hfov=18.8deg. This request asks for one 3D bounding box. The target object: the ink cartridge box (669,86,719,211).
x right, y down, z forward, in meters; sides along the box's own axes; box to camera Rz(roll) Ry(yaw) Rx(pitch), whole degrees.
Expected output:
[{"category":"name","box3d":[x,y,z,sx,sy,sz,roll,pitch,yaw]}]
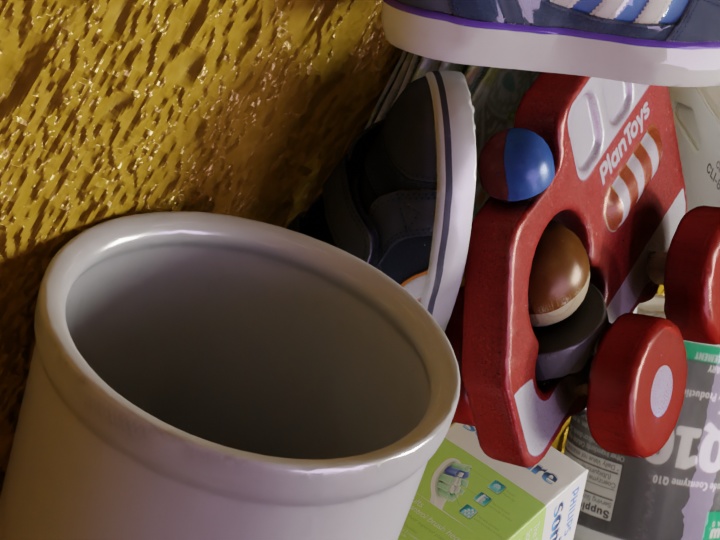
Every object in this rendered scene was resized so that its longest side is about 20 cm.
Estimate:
[{"category":"ink cartridge box","box3d":[0.264,-0.054,1.215,0.199,0.145,0.084,6,122,-18]}]

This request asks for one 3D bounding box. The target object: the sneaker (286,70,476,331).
[{"category":"sneaker","box3d":[0.000,0.000,0.971,0.079,0.079,0.200,3,127,-11]}]

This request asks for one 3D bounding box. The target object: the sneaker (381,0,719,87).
[{"category":"sneaker","box3d":[0.107,-0.161,0.920,0.199,0.081,0.147,1,113,-15]}]

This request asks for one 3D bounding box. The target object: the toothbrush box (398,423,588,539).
[{"category":"toothbrush box","box3d":[0.032,0.193,1.251,0.200,0.086,0.146,-35,146,-36]}]

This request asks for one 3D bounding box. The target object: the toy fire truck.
[{"category":"toy fire truck","box3d":[0.098,-0.017,1.009,0.200,0.112,0.168,-51,137,-38]}]

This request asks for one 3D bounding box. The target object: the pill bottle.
[{"category":"pill bottle","box3d":[0.180,0.120,1.340,0.113,0.113,0.201,-3,106,-58]}]

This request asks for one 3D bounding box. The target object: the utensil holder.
[{"category":"utensil holder","box3d":[-0.068,0.103,0.901,0.170,0.170,0.200,-23,141,-48]}]

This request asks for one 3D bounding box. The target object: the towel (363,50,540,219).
[{"category":"towel","box3d":[0.083,-0.098,1.068,0.200,0.048,0.172,-2,124,-58]}]

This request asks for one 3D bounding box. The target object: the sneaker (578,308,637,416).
[{"category":"sneaker","box3d":[0.119,0.020,1.213,0.080,0.074,0.200,-60,175,-11]}]
